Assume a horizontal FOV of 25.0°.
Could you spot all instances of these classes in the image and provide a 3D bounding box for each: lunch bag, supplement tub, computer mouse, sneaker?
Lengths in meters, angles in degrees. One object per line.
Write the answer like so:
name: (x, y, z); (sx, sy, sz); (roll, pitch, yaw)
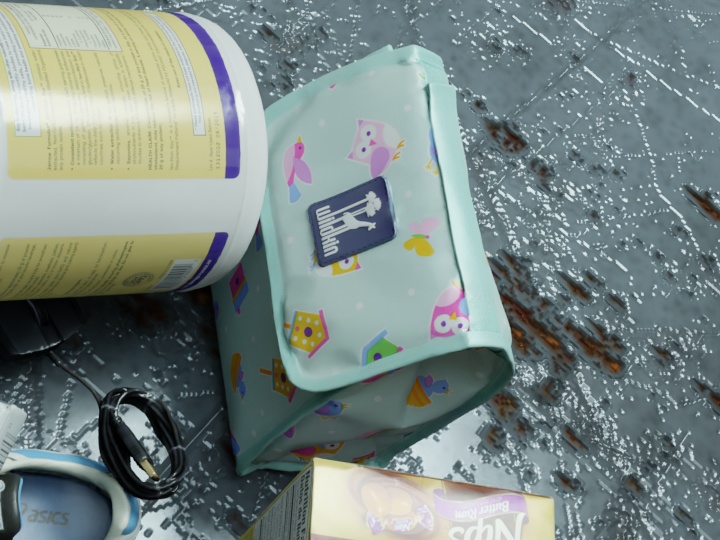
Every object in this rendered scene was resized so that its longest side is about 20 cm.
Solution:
lunch bag: (0.000, 0.000, 0.846); (0.121, 0.200, 0.171); (2, 65, -26)
supplement tub: (-0.162, -0.058, 0.797); (0.199, 0.145, 0.146); (-2, 65, -35)
computer mouse: (-0.152, 0.041, 0.827); (0.059, 0.034, 0.200); (-25, 54, -38)
sneaker: (-0.205, 0.118, 0.787); (0.199, 0.073, 0.072); (0, 67, -20)

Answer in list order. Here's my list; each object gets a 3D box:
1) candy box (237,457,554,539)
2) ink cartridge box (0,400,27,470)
candy box: (0.000, 0.154, 0.773); (0.116, 0.200, 0.057); (12, 62, -16)
ink cartridge box: (-0.282, 0.114, 0.728); (0.199, 0.043, 0.199); (22, 77, 7)
